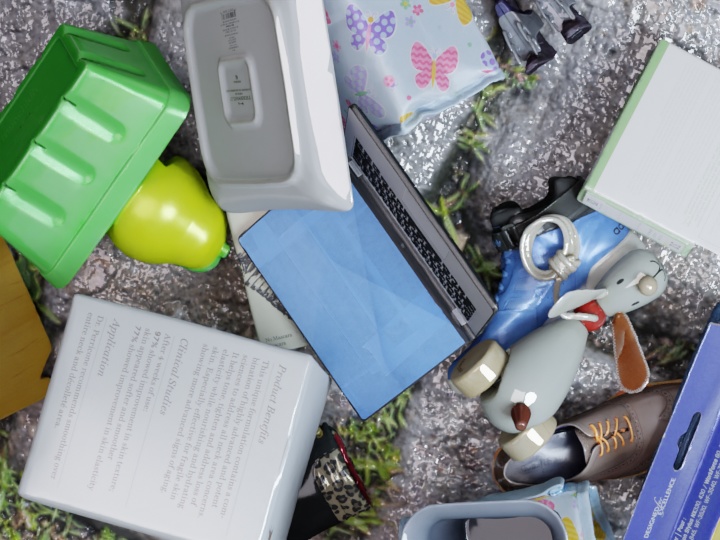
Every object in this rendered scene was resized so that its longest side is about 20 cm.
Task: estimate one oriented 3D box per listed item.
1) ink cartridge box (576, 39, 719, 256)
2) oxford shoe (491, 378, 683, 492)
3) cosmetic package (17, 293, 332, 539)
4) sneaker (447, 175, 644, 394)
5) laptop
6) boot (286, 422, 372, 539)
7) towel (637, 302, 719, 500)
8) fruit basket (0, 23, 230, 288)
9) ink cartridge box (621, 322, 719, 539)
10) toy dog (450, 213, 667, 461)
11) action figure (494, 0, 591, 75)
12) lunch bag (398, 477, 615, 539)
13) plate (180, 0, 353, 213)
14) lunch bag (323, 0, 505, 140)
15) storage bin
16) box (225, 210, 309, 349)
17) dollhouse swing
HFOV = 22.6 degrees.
[{"bbox_3d":[0.295,-0.077,1.448,0.199,0.048,0.146,28,77,4],"label":"ink cartridge box"},{"bbox_3d":[0.206,0.144,1.500,0.199,0.073,0.072,-23,84,1],"label":"oxford shoe"},{"bbox_3d":[-0.145,0.132,1.457,0.198,0.166,0.169,15,82,6],"label":"cosmetic package"},{"bbox_3d":[0.127,0.005,1.499,0.200,0.077,0.111,-40,96,8],"label":"sneaker"},{"bbox_3d":[0.000,0.000,1.403,0.116,0.200,0.188,-35,83,-8],"label":"laptop"},{"bbox_3d":[-0.096,0.160,1.569,0.153,0.073,0.205,-29,89,6],"label":"boot"},{"bbox_3d":[0.303,0.134,1.482,0.111,0.048,0.202,13,101,-31],"label":"towel"},{"bbox_3d":[-0.204,-0.081,1.530,0.214,0.156,0.217,-12,124,-18],"label":"fruit basket"},{"bbox_3d":[0.325,0.153,1.447,0.199,0.047,0.199,11,104,-36],"label":"ink cartridge box"},{"bbox_3d":[0.162,0.065,1.427,0.131,0.096,0.201,26,98,-14],"label":"toy dog"},{"bbox_3d":[0.109,-0.262,1.470,0.130,0.069,0.201,-37,86,30],"label":"action figure"},{"bbox_3d":[0.138,0.277,1.488,0.168,0.127,0.201,-17,102,13],"label":"lunch bag"},{"bbox_3d":[-0.084,-0.142,1.403,0.032,0.199,0.202,-13,99,-32],"label":"plate"},{"bbox_3d":[0.009,-0.194,1.438,0.127,0.200,0.171,-30,95,-19],"label":"lunch bag"},{"bbox_3d":[0.118,0.265,1.353,0.144,0.134,0.202,-5,89,14],"label":"storage bin"},{"bbox_3d":[-0.065,-0.037,1.532,0.082,0.068,0.202,-14,96,13],"label":"box"},{"bbox_3d":[-0.407,0.059,1.622,0.181,0.175,0.201,-26,94,-29],"label":"dollhouse swing"}]
